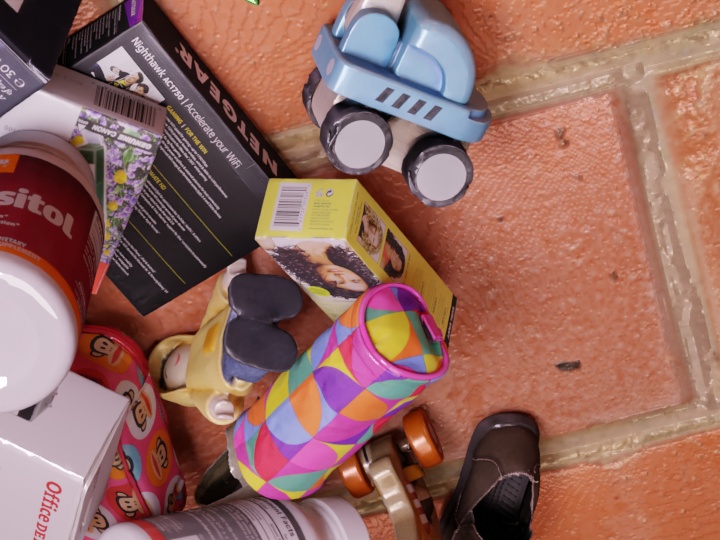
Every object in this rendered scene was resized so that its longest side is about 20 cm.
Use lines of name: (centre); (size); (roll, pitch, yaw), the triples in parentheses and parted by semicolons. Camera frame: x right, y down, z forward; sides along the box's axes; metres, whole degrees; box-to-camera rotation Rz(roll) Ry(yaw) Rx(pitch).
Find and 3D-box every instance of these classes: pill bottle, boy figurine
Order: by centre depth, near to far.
pill bottle: (-0.223, -0.007, 1.422); (0.112, 0.200, 0.114); (0, 120, 1)
boy figurine: (-0.102, 0.054, 1.653); (0.064, 0.125, 0.200); (12, 163, -21)
pill bottle: (-0.094, 0.232, 1.676); (0.199, 0.116, 0.116); (-6, 132, -36)

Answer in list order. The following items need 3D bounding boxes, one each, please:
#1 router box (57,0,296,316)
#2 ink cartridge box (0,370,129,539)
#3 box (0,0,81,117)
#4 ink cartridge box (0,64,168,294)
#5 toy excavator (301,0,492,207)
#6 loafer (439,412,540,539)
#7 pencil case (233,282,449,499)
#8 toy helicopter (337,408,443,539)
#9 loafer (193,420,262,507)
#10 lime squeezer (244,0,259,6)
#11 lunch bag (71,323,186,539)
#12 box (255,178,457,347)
router box: (-0.154, -0.079, 1.592); (0.149, 0.051, 0.200); (-29, 121, 16)
ink cartridge box: (-0.276, 0.117, 1.599); (0.199, 0.083, 0.147); (25, 141, 2)
box: (-0.309, -0.155, 1.466); (0.199, 0.107, 0.148); (-31, 119, 31)
ink cartridge box: (-0.219, -0.039, 1.548); (0.108, 0.050, 0.201); (20, 117, -11)
toy excavator: (0.020, -0.172, 1.526); (0.193, 0.100, 0.201); (20, 109, -20)
loafer: (0.103, 0.210, 1.809); (0.072, 0.072, 0.201); (2, 126, -6)
pencil case: (-0.015, 0.089, 1.600); (0.088, 0.089, 0.200); (24, 139, -20)
toy helicopter: (0.042, 0.207, 1.723); (0.078, 0.200, 0.133); (-23, 111, 8)
loafer: (-0.070, 0.137, 1.742); (0.068, 0.076, 0.201); (16, 124, -22)
lime squeezer: (-0.168, -0.206, 1.504); (0.198, 0.038, 0.071); (-5, 119, 10)
lunch bag: (-0.235, 0.134, 1.711); (0.175, 0.082, 0.201); (1, 128, 19)
box: (0.000, 0.000, 1.606); (0.075, 0.051, 0.200); (1, 156, 26)
